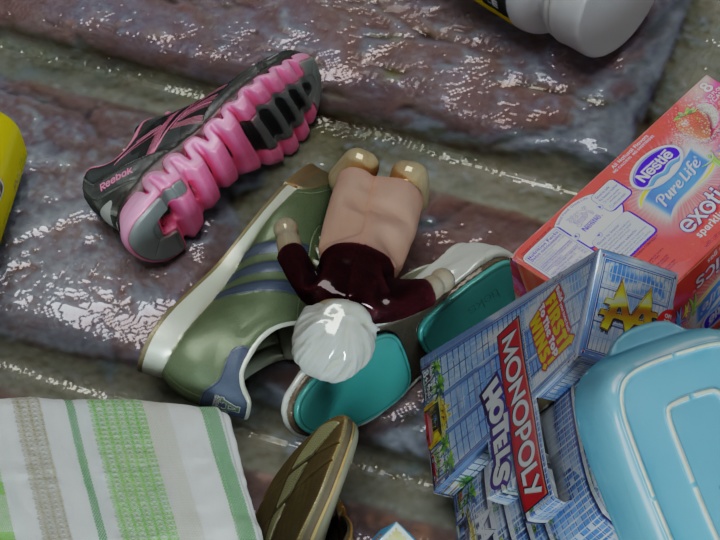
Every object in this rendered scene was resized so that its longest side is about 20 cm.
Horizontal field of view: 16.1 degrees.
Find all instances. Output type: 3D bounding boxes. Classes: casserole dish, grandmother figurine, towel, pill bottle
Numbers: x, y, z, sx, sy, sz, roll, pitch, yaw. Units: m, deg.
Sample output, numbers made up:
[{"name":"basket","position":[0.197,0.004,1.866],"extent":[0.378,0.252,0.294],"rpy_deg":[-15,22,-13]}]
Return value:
[{"name":"casserole dish","position":[0.201,0.120,1.457],"extent":[0.121,0.039,0.200],"rpy_deg":[-18,80,-16]},{"name":"grandmother figurine","position":[0.000,0.000,1.651],"extent":[0.121,0.061,0.200],"rpy_deg":[7,38,11]},{"name":"towel","position":[-0.165,0.139,1.569],"extent":[0.200,0.031,0.149],"rpy_deg":[3,42,-22]},{"name":"pill bottle","position":[0.114,-0.241,1.845],"extent":[0.200,0.114,0.114],"rpy_deg":[35,66,30]}]

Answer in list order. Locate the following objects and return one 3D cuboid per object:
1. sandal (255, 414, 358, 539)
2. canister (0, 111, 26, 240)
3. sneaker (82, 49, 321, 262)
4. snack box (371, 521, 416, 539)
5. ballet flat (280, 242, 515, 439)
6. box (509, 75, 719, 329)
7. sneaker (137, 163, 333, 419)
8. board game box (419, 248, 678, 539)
[{"name":"sandal","position":[-0.033,0.188,1.581],"extent":[0.054,0.080,0.200],"rpy_deg":[23,67,-27]},{"name":"canister","position":[-0.322,-0.020,1.769],"extent":[0.148,0.087,0.200],"rpy_deg":[3,53,11]},{"name":"sneaker","position":[-0.116,-0.096,1.807],"extent":[0.200,0.079,0.095],"rpy_deg":[-41,47,-22]},{"name":"snack box","position":[-0.006,0.259,1.508],"extent":[0.116,0.037,0.200],"rpy_deg":[46,67,-1]},{"name":"ballet flat","position":[0.019,0.044,1.687],"extent":[0.200,0.069,0.069],"rpy_deg":[-34,56,-21]},{"name":"box","position":[0.202,-0.019,1.677],"extent":[0.103,0.095,0.200],"rpy_deg":[35,65,29]},{"name":"sneaker","position":[-0.057,0.021,1.715],"extent":[0.090,0.067,0.200],"rpy_deg":[34,59,12]},{"name":"board game box","position":[0.120,0.089,1.549],"extent":[0.062,0.200,0.200],"rpy_deg":[16,48,-26]}]
